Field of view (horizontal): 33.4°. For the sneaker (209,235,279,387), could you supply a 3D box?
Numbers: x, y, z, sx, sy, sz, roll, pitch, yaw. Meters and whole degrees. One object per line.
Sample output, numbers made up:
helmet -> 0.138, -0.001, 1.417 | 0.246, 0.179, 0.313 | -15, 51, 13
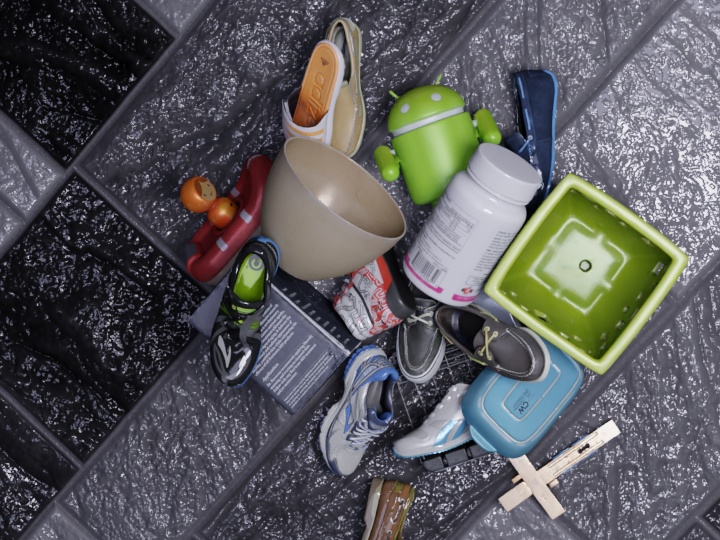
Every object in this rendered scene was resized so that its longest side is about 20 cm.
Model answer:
sneaker -> -0.156, 0.052, 1.545 | 0.071, 0.083, 0.200 | 16, 97, 6

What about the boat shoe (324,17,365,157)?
boat shoe -> -0.033, -0.259, 1.709 | 0.071, 0.076, 0.201 | -2, 95, 7

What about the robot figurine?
robot figurine -> 0.108, -0.169, 1.677 | 0.175, 0.116, 0.200 | -19, 93, 3

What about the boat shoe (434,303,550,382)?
boat shoe -> 0.172, 0.096, 1.595 | 0.060, 0.201, 0.072 | 9, 102, -33

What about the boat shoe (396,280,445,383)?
boat shoe -> 0.086, 0.057, 1.698 | 0.071, 0.064, 0.200 | 5, 77, 16

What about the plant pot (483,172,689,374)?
plant pot -> 0.302, -0.001, 1.634 | 0.200, 0.181, 0.199 | 36, 98, 4

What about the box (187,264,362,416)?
box -> -0.111, 0.081, 1.685 | 0.197, 0.200, 0.124 | 43, 98, 2

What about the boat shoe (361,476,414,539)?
boat shoe -> 0.034, 0.406, 1.757 | 0.068, 0.072, 0.201 | 10, 96, 8

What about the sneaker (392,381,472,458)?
sneaker -> 0.133, 0.204, 1.679 | 0.200, 0.077, 0.081 | -25, 83, 1

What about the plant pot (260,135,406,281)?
plant pot -> -0.058, -0.065, 1.613 | 0.200, 0.200, 0.135 | 42, 114, 2

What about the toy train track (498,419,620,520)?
toy train track -> 0.288, 0.282, 1.737 | 0.200, 0.033, 0.115 | -36, 82, 3

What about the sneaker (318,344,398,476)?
sneaker -> 0.002, 0.212, 1.720 | 0.077, 0.085, 0.200 | 4, 109, -37

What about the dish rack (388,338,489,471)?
dish rack -> 0.132, 0.184, 1.737 | 0.153, 0.055, 0.200 | -19, 90, 7

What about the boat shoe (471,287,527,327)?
boat shoe -> 0.211, 0.088, 1.710 | 0.070, 0.066, 0.200 | -42, 84, 12

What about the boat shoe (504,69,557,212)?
boat shoe -> 0.231, -0.181, 1.685 | 0.068, 0.084, 0.201 | 4, 81, -12

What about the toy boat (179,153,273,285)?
toy boat -> -0.199, -0.087, 1.706 | 0.131, 0.131, 0.200 | 37, 98, -25

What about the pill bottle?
pill bottle -> 0.149, -0.061, 1.592 | 0.113, 0.113, 0.200 | 33, 116, 4

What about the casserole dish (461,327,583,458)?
casserole dish -> 0.227, 0.163, 1.631 | 0.121, 0.039, 0.200 | 44, 71, 1

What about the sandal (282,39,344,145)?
sandal -> -0.078, -0.229, 1.682 | 0.079, 0.059, 0.207 | 40, 135, 29

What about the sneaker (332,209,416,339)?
sneaker -> 0.000, 0.000, 1.705 | 0.108, 0.067, 0.202 | -33, 59, 22
